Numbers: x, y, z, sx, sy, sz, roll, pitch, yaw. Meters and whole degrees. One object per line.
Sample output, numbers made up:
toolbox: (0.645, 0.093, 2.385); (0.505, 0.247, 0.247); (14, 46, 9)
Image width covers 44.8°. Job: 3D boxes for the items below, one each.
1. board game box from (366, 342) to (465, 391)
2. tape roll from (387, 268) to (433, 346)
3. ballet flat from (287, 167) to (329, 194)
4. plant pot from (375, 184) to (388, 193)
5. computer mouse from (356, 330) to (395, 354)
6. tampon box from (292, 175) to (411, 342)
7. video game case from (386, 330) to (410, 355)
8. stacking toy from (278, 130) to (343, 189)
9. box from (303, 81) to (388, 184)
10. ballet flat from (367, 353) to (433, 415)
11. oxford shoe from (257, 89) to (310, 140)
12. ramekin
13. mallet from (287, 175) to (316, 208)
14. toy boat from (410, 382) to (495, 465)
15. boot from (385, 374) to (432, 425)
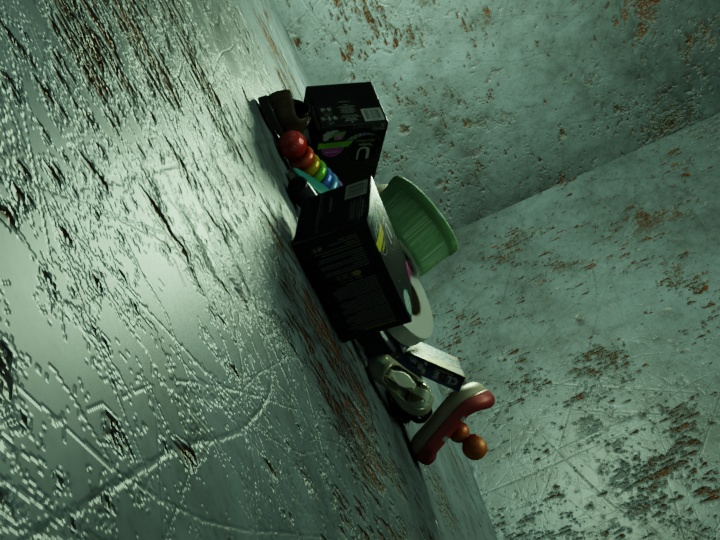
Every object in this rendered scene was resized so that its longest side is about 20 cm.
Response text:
board game box: (0.109, 0.171, 1.756); (0.198, 0.035, 0.136); (24, 10, -3)
tape roll: (0.073, 0.048, 1.683); (0.203, 0.037, 0.204); (45, 28, -31)
ballet flat: (-0.065, -0.121, 1.652); (0.199, 0.063, 0.068); (29, 18, -26)
plant pot: (0.016, -0.095, 1.981); (0.134, 0.200, 0.202); (-4, 66, -47)
computer mouse: (-0.008, 0.076, 1.583); (0.201, 0.052, 0.138); (57, 2, 10)
tampon box: (-0.006, -0.017, 1.405); (0.151, 0.125, 0.201); (-85, 154, -57)
video game case: (0.077, 0.074, 1.736); (0.144, 0.019, 0.200); (61, 24, -2)
stacking toy: (-0.098, -0.191, 1.697); (0.200, 0.085, 0.086); (53, 13, -45)
box: (-0.042, -0.270, 1.808); (0.201, 0.147, 0.125); (106, -29, -51)
ballet flat: (0.089, 0.218, 1.618); (0.200, 0.069, 0.070); (39, 21, -37)
oxford shoe: (-0.128, -0.281, 1.695); (0.200, 0.084, 0.073); (60, 6, -67)
ramekin: (0.097, -0.084, 1.774); (0.200, 0.098, 0.200); (48, -9, 10)
mallet: (-0.081, -0.066, 1.512); (0.066, 0.041, 0.202); (48, 24, -66)
toy boat: (0.201, 0.324, 1.751); (0.131, 0.200, 0.131); (41, 1, 12)
boot: (0.083, 0.225, 1.785); (0.200, 0.073, 0.162); (67, 10, 21)
